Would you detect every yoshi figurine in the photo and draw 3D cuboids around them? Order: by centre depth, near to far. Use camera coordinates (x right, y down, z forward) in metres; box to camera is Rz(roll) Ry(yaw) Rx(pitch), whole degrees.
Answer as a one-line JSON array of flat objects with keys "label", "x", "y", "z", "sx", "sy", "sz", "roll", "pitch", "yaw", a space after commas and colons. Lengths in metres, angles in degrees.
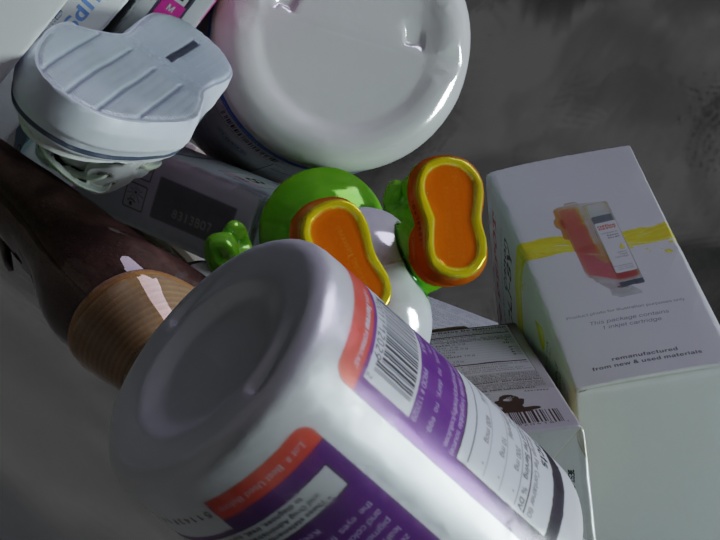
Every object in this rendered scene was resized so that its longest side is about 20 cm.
[{"label": "yoshi figurine", "x": -0.009, "y": -0.013, "z": 1.179, "sx": 0.112, "sy": 0.112, "sz": 0.200, "roll": 29, "pitch": -15, "yaw": -5}]

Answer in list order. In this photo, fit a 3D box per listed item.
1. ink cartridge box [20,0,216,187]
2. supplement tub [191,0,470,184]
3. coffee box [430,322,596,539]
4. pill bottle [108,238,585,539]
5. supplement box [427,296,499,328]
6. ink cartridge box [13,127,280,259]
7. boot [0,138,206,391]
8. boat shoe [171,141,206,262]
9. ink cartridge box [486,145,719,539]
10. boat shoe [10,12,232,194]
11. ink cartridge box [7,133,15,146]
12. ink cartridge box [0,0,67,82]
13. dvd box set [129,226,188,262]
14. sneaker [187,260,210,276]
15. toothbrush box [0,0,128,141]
[{"label": "ink cartridge box", "x": -0.091, "y": -0.136, "z": 1.238, "sx": 0.037, "sy": 0.200, "sz": 0.095, "roll": 33, "pitch": 24, "yaw": -11}, {"label": "supplement tub", "x": -0.026, "y": -0.112, "z": 1.333, "sx": 0.132, "sy": 0.132, "sz": 0.200, "roll": 43, "pitch": -7, "yaw": -9}, {"label": "coffee box", "x": 0.056, "y": 0.104, "z": 1.199, "sx": 0.200, "sy": 0.079, "sz": 0.115, "roll": -114, "pitch": -162, "yaw": -78}, {"label": "pill bottle", "x": 0.012, "y": 0.090, "z": 0.950, "sx": 0.200, "sy": 0.111, "sz": 0.111, "roll": 43, "pitch": 2, "yaw": -27}, {"label": "supplement box", "x": 0.048, "y": 0.085, "z": 1.524, "sx": 0.103, "sy": 0.102, "sz": 0.200, "roll": 19, "pitch": 10, "yaw": -14}, {"label": "ink cartridge box", "x": -0.069, "y": -0.039, "z": 1.385, "sx": 0.162, "sy": 0.057, "sz": 0.200, "roll": 22, "pitch": 12, "yaw": 29}, {"label": "boot", "x": -0.085, "y": 0.016, "z": 1.142, "sx": 0.166, "sy": 0.072, "sz": 0.200, "roll": 47, "pitch": 7, "yaw": 27}, {"label": "boat shoe", "x": -0.120, "y": -0.031, "z": 1.572, "sx": 0.092, "sy": 0.075, "sz": 0.200, "roll": 22, "pitch": -22, "yaw": 26}, {"label": "ink cartridge box", "x": 0.125, "y": 0.053, "z": 1.293, "sx": 0.200, "sy": 0.083, "sz": 0.146, "roll": -106, "pitch": -172, "yaw": -56}, {"label": "boat shoe", "x": -0.106, "y": -0.062, "z": 1.110, "sx": 0.073, "sy": 0.067, "sz": 0.200, "roll": 38, "pitch": 16, "yaw": 8}, {"label": "ink cartridge box", "x": -0.189, "y": -0.174, "z": 1.448, "sx": 0.145, "sy": 0.084, "sz": 0.200, "roll": 43, "pitch": -38, "yaw": -14}, {"label": "ink cartridge box", "x": -0.165, "y": -0.146, "z": 1.065, "sx": 0.084, "sy": 0.200, "sz": 0.146, "roll": 39, "pitch": 4, "yaw": -25}, {"label": "dvd box set", "x": -0.080, "y": 0.036, "z": 1.439, "sx": 0.200, "sy": 0.029, "sz": 0.146, "roll": 44, "pitch": 2, "yaw": -23}, {"label": "sneaker", "x": -0.016, "y": 0.070, "z": 1.312, "sx": 0.199, "sy": 0.076, "sz": 0.116, "roll": 15, "pitch": 28, "yaw": -36}, {"label": "toothbrush box", "x": -0.179, "y": -0.128, "z": 1.254, "sx": 0.085, "sy": 0.147, "sz": 0.200, "roll": 41, "pitch": 3, "yaw": -13}]
